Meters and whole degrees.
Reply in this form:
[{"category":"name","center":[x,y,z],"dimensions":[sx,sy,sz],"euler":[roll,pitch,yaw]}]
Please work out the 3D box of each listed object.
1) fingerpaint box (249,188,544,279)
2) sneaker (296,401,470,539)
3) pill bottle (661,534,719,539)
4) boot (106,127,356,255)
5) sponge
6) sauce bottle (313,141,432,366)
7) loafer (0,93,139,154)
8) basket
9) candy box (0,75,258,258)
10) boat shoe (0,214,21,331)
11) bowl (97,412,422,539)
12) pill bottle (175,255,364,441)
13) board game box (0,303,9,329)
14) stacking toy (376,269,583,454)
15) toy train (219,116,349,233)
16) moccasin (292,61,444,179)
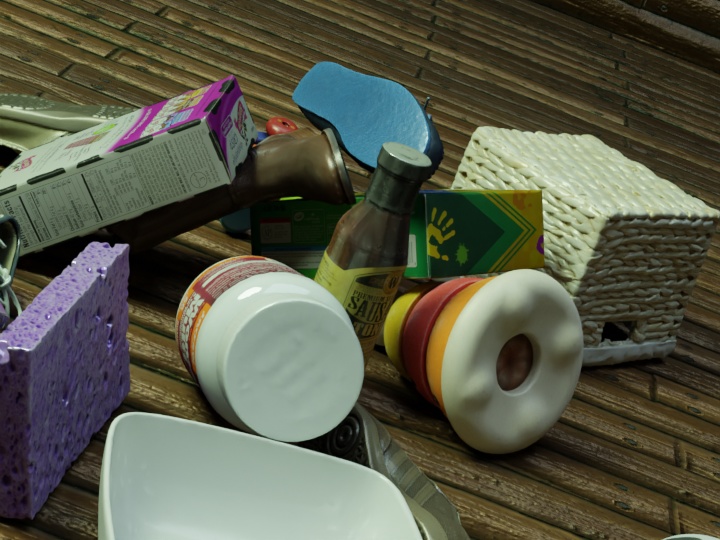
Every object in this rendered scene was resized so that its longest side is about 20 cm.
[{"category":"fingerpaint box","center":[0.032,-0.032,1.427],"dimensions":[0.199,0.074,0.166],"euler":[-1,3,41]},{"category":"sneaker","center":[0.020,0.159,1.105],"dimensions":[0.075,0.071,0.200],"euler":[30,16,-36]},{"category":"pill bottle","center":[0.168,0.233,0.972],"dimensions":[0.111,0.112,0.200],"euler":[31,23,25]},{"category":"boot","center":[-0.113,-0.056,1.338],"dimensions":[0.199,0.065,0.186],"euler":[-20,12,-11]},{"category":"sponge","center":[-0.187,0.064,1.045],"dimensions":[0.030,0.112,0.200],"euler":[6,20,7]},{"category":"sauce bottle","center":[0.000,0.000,1.259],"dimensions":[0.066,0.201,0.066],"euler":[17,23,-8]},{"category":"loafer","center":[-0.278,-0.115,1.470],"dimensions":[0.199,0.069,0.076],"euler":[8,15,10]},{"category":"basket","center":[0.199,-0.026,1.574],"dimensions":[0.198,0.162,0.200],"euler":[-1,28,-43]},{"category":"candy box","center":[-0.191,-0.082,1.321],"dimensions":[0.199,0.061,0.136],"euler":[-17,18,12]},{"category":"boat shoe","center":[-0.270,0.010,1.147],"dimensions":[0.062,0.075,0.200],"euler":[-17,18,1]},{"category":"bowl","center":[-0.061,0.175,0.949],"dimensions":[0.199,0.075,0.200],"euler":[15,21,-16]},{"category":"pill bottle","center":[-0.063,0.052,1.124],"dimensions":[0.109,0.110,0.200],"euler":[16,2,-13]},{"category":"board game box","center":[-0.287,0.024,1.036],"dimensions":[0.032,0.120,0.200],"euler":[26,13,-40]},{"category":"stacking toy","center":[0.069,0.056,1.343],"dimensions":[0.146,0.147,0.200],"euler":[3,9,-39]},{"category":"toy train","center":[-0.070,-0.081,1.572],"dimensions":[0.199,0.085,0.116],"euler":[6,36,-34]},{"category":"moccasin","center":[0.019,-0.120,1.358],"dimensions":[0.068,0.080,0.200],"euler":[42,3,-38]}]
